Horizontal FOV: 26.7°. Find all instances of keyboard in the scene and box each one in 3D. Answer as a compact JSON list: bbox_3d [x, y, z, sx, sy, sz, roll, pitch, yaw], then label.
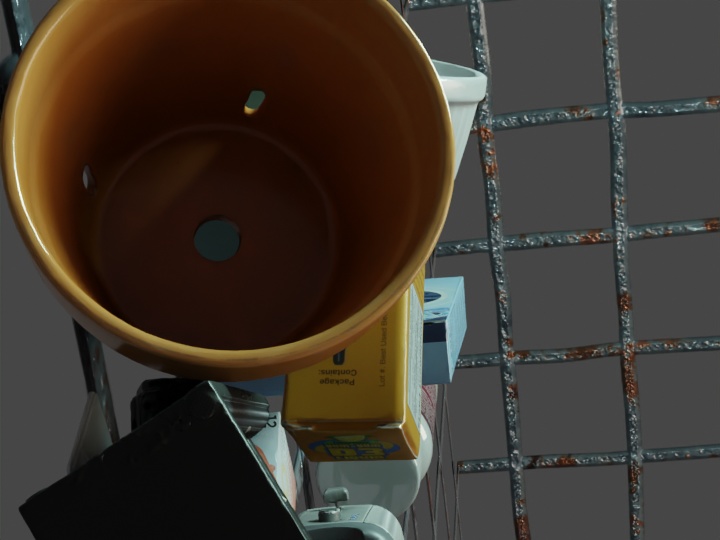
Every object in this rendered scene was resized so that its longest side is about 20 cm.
[{"bbox_3d":[-0.122,0.156,0.797,0.057,0.011,0.202,-93,175,-53],"label":"keyboard"}]

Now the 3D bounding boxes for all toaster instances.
[{"bbox_3d":[-0.011,0.275,1.179,0.129,0.112,0.203,-46,130,-83],"label":"toaster"}]

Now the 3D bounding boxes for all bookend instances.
[{"bbox_3d":[-0.039,0.160,0.668,0.201,0.092,0.199,58,-1,7],"label":"bookend"}]

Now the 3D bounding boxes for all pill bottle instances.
[{"bbox_3d":[0.014,0.146,1.443,0.200,0.112,0.116,-78,162,-67],"label":"pill bottle"}]

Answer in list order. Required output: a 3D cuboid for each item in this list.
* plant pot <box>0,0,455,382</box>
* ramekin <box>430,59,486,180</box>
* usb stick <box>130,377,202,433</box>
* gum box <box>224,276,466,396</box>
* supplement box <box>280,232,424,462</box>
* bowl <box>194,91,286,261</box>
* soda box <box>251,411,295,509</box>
[{"bbox_3d":[-0.064,-0.035,0.720,0.140,0.197,0.203,112,-23,-70],"label":"plant pot"},{"bbox_3d":[-0.008,-0.114,1.146,0.202,0.199,0.096,-59,156,-77],"label":"ramekin"},{"bbox_3d":[-0.091,0.156,0.798,0.033,0.055,0.203,137,-49,-59],"label":"usb stick"},{"bbox_3d":[-0.014,0.045,1.068,0.200,0.167,0.045,-48,134,-80],"label":"gum box"},{"bbox_3d":[0.000,0.000,0.826,0.069,0.066,0.203,70,22,-63],"label":"supplement box"},{"bbox_3d":[-0.068,-0.041,0.915,0.201,0.103,0.204,-3,90,-78],"label":"bowl"},{"bbox_3d":[-0.074,0.179,0.893,0.201,0.063,0.069,-92,174,-49],"label":"soda box"}]
